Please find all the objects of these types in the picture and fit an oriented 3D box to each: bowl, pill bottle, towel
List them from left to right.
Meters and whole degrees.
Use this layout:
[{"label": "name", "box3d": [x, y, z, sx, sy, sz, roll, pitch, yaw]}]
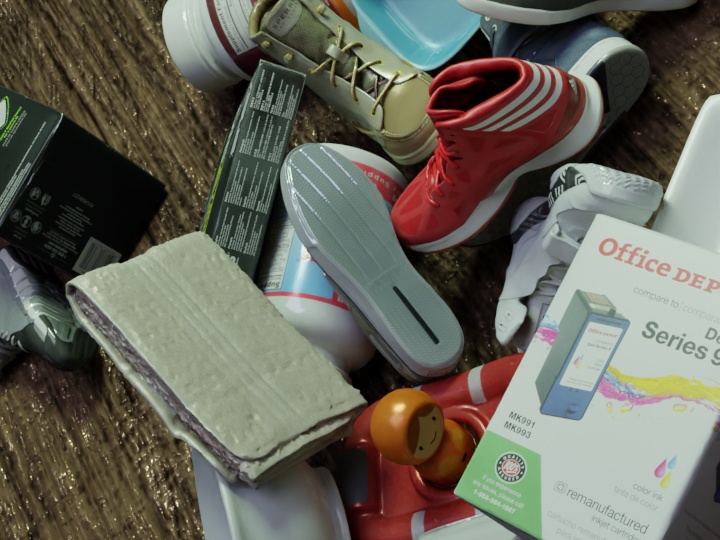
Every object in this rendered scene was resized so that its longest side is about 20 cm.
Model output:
[{"label": "towel", "box3d": [-0.099, 0.059, 1.104, 0.200, 0.132, 0.035, 46, 132, 19]}, {"label": "bowl", "box3d": [-0.059, 0.197, 1.131, 0.089, 0.202, 0.202, -11, 49, -13]}, {"label": "pill bottle", "box3d": [-0.073, -0.238, 1.415, 0.199, 0.114, 0.115, -19, 54, 29]}, {"label": "pill bottle", "box3d": [-0.031, 0.011, 1.241, 0.108, 0.109, 0.202, -5, 63, 35]}]

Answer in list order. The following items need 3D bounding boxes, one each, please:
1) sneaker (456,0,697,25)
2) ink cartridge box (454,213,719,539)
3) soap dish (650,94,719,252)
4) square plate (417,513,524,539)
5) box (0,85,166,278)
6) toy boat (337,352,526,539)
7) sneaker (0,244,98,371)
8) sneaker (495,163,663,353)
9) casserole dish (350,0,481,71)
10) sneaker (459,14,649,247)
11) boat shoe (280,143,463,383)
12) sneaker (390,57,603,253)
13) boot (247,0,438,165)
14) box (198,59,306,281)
[{"label": "sneaker", "box3d": [0.166, -0.243, 1.173, 0.198, 0.100, 0.071, -8, 36, -14]}, {"label": "ink cartridge box", "box3d": [0.170, 0.085, 0.948, 0.145, 0.087, 0.201, 23, 80, 42]}, {"label": "soap dish", "box3d": [0.270, -0.013, 1.040, 0.156, 0.081, 0.202, 13, 74, 42]}, {"label": "square plate", "box3d": [0.139, 0.235, 0.993, 0.197, 0.028, 0.202, -24, 71, 24]}, {"label": "box", "box3d": [-0.313, -0.087, 1.489, 0.199, 0.148, 0.125, 26, 84, 43]}, {"label": "toy boat", "box3d": [0.056, 0.122, 1.093, 0.199, 0.131, 0.132, -21, 54, 27]}, {"label": "sneaker", "box3d": [-0.315, 0.069, 1.462, 0.116, 0.075, 0.200, -53, 36, 7]}, {"label": "sneaker", "box3d": [0.148, 0.000, 1.090, 0.200, 0.074, 0.116, 142, 140, -74]}, {"label": "casserole dish", "box3d": [0.073, -0.255, 1.279, 0.121, 0.039, 0.200, 48, 124, 8]}, {"label": "sneaker", "box3d": [0.118, -0.125, 1.228, 0.202, 0.077, 0.147, -47, 43, 11]}, {"label": "boat shoe", "box3d": [0.000, 0.000, 1.160, 0.072, 0.062, 0.201, -27, 77, -27]}, {"label": "sneaker", "box3d": [0.064, -0.090, 1.110, 0.200, 0.115, 0.079, -40, 48, 33]}, {"label": "boot", "box3d": [-0.009, -0.162, 1.255, 0.072, 0.154, 0.200, -52, 23, -1]}, {"label": "box", "box3d": [-0.103, -0.047, 1.288, 0.193, 0.047, 0.202, 133, 152, -75]}]
